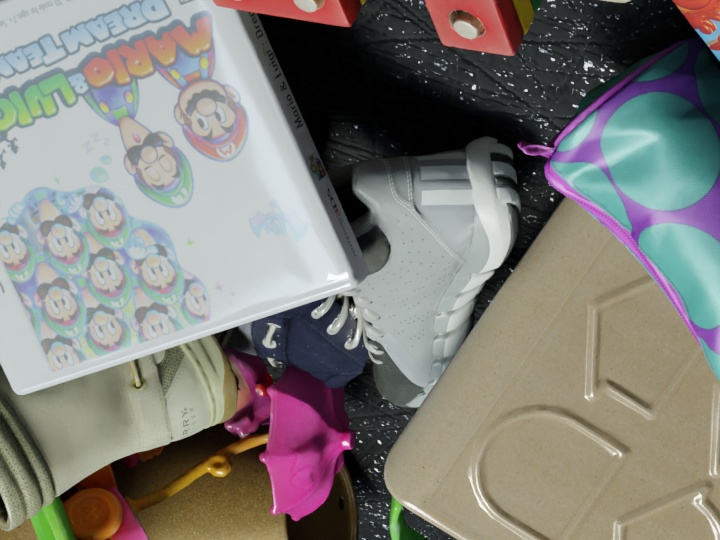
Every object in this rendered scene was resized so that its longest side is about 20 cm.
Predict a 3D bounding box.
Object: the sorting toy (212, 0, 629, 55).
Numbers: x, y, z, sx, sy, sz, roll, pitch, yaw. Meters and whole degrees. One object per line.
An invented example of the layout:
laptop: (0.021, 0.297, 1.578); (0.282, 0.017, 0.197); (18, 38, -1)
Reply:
sorting toy: (-0.006, -0.175, 1.182); (0.200, 0.070, 0.199); (12, 148, 28)

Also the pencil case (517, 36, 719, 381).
pencil case: (0.161, 0.001, 1.248); (0.200, 0.092, 0.085); (55, 180, -2)

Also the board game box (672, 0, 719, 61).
board game box: (0.203, -0.128, 1.088); (0.200, 0.056, 0.196); (-5, 138, 46)

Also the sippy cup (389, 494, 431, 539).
sippy cup: (0.114, 0.120, 1.516); (0.140, 0.178, 0.131); (47, 156, 39)

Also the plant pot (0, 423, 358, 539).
plant pot: (-0.108, 0.153, 1.736); (0.199, 0.187, 0.187); (-6, 139, 26)

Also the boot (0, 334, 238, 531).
boot: (-0.178, 0.030, 1.533); (0.200, 0.154, 0.072); (50, 153, 23)

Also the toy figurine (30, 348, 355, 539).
toy figurine: (-0.099, 0.091, 1.622); (0.150, 0.184, 0.200); (82, 163, -49)

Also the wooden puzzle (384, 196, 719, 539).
wooden puzzle: (0.139, 0.078, 1.410); (0.200, 0.185, 0.046); (33, -166, -4)

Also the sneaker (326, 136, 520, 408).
sneaker: (0.000, 0.000, 1.425); (0.115, 0.075, 0.200); (0, 146, -14)

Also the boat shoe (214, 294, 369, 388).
boat shoe: (-0.024, 0.000, 1.501); (0.093, 0.075, 0.200); (23, 161, -2)

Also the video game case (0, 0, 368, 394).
video game case: (-0.116, -0.050, 1.366); (0.200, 0.024, 0.182); (-18, 102, 27)
